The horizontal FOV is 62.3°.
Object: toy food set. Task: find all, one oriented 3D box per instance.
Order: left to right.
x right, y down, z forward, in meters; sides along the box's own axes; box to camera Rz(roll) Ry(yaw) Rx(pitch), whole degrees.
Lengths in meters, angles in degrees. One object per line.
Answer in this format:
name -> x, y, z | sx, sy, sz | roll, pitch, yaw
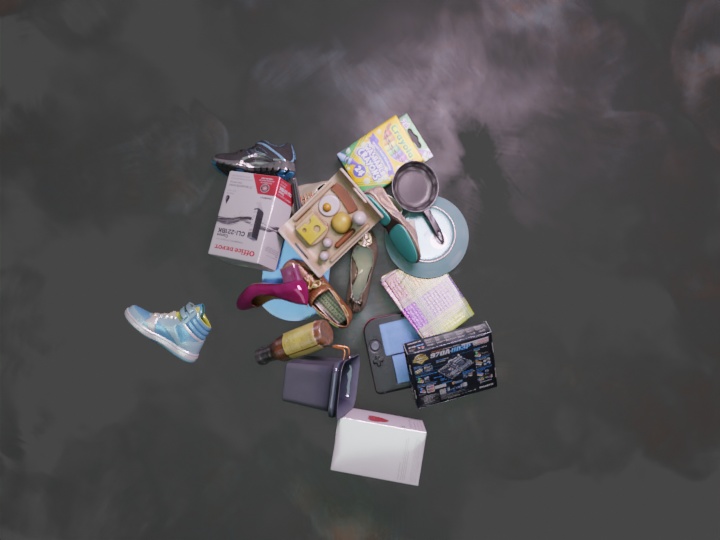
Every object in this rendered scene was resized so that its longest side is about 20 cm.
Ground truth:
toy food set -> -0.066, -0.104, 1.318 | 0.200, 0.060, 0.144 | -42, 96, 6

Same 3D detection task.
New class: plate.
plate -> 0.154, -0.083, 1.389 | 0.196, 0.026, 0.204 | -1, 77, 3

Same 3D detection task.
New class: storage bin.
storage bin -> -0.086, 0.237, 1.327 | 0.132, 0.200, 0.148 | 7, 89, 11

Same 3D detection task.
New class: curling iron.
curling iron -> -0.128, -0.112, 1.363 | 0.049, 0.026, 0.203 | -14, 97, 4

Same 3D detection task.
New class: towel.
towel -> 0.154, 0.059, 1.381 | 0.143, 0.023, 0.201 | -35, 76, -6

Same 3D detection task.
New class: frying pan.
frying pan -> 0.151, -0.167, 1.369 | 0.190, 0.031, 0.115 | 41, 80, -12

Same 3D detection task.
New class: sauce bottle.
sauce bottle -> -0.156, 0.169, 1.360 | 0.198, 0.066, 0.067 | -20, 88, 25

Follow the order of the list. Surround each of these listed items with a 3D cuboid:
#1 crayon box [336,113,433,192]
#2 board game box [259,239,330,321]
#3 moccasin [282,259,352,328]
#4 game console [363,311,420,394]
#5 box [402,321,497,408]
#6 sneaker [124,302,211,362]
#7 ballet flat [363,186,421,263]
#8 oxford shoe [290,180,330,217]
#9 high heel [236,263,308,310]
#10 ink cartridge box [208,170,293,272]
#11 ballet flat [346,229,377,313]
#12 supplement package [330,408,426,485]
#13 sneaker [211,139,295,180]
crayon box -> 0.059, -0.270, 1.401 | 0.198, 0.052, 0.127 | -33, 88, 0
board game box -> -0.152, 0.015, 1.407 | 0.155, 0.039, 0.204 | 6, 94, -3
moccasin -> -0.100, 0.055, 1.352 | 0.073, 0.078, 0.202 | -39, 95, 2
game console -> 0.115, 0.185, 1.398 | 0.196, 0.031, 0.180 | -12, 88, 2
box -> 0.205, 0.215, 1.346 | 0.197, 0.046, 0.161 | -15, 119, -2
sneaker -> -0.438, 0.109, 1.392 | 0.199, 0.080, 0.132 | 34, 91, -8
ballet flat -> 0.085, -0.111, 1.351 | 0.067, 0.068, 0.201 | -38, 92, -38
oxford shoe -> -0.117, -0.174, 1.391 | 0.197, 0.074, 0.072 | -18, 91, 2
high heel -> -0.199, 0.068, 1.320 | 0.199, 0.067, 0.097 | -32, 66, 31
ink cartridge box -> -0.246, -0.111, 1.357 | 0.142, 0.084, 0.203 | 10, 83, 24
ballet flat -> 0.000, 0.000, 1.397 | 0.066, 0.046, 0.204 | 10, 89, 1
supplement package -> 0.040, 0.393, 1.349 | 0.196, 0.121, 0.122 | 9, 89, 1
sneaker -> -0.250, -0.262, 1.408 | 0.196, 0.073, 0.083 | 3, 72, -4
